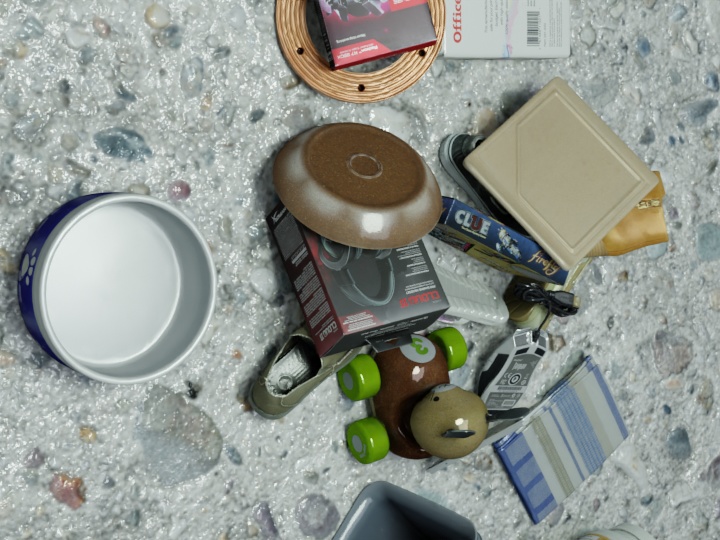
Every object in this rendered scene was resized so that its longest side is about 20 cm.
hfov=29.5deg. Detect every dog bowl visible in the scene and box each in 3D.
[{"bbox_3d":[-0.257,0.017,1.447,0.199,0.079,0.201,-4,97,-33],"label":"dog bowl"}]

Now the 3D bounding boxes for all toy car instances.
[{"bbox_3d":[0.098,0.159,1.618,0.164,0.200,0.159,-15,103,-31],"label":"toy car"}]

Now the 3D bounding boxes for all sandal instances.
[{"bbox_3d":[0.102,0.037,1.695,0.202,0.083,0.050,22,125,-32],"label":"sandal"}]

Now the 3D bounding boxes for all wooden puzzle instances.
[{"bbox_3d":[0.245,-0.119,1.675,0.185,0.037,0.200,46,64,4],"label":"wooden puzzle"}]

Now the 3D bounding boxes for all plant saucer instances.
[{"bbox_3d":[0.001,-0.107,1.545,0.200,0.201,0.037,-16,144,-31],"label":"plant saucer"}]

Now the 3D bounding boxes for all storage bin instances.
[{"bbox_3d":[0.078,0.365,1.637,0.134,0.200,0.146,44,71,-38],"label":"storage bin"}]

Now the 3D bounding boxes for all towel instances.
[{"bbox_3d":[0.274,0.227,1.845,0.200,0.024,0.147,-40,116,-22],"label":"towel"}]

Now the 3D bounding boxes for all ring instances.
[{"bbox_3d":[0.000,-0.294,1.582,0.199,0.019,0.201,-1,95,-9],"label":"ring"}]

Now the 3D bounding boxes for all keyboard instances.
[{"bbox_3d":[0.152,0.202,1.664,0.011,0.200,0.056,52,48,-1],"label":"keyboard"}]

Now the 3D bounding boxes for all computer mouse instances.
[{"bbox_3d":[0.198,0.099,1.739,0.109,0.044,0.200,6,122,-40],"label":"computer mouse"}]

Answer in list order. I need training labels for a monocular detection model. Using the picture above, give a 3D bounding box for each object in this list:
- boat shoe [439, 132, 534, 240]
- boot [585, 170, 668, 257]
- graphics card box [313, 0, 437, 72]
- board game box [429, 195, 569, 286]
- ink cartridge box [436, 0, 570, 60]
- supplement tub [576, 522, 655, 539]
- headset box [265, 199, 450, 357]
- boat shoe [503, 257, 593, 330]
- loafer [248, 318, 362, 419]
[{"bbox_3d":[0.183,-0.100,1.725,0.200,0.071,0.072,36,75,-30],"label":"boat shoe"},{"bbox_3d":[0.310,-0.114,1.746,0.143,0.071,0.202,-14,74,2],"label":"boot"},{"bbox_3d":[0.003,-0.338,1.544,0.125,0.051,0.201,-15,96,-6],"label":"graphics card box"},{"bbox_3d":[0.143,-0.042,1.666,0.200,0.135,0.035,26,85,-33],"label":"board game box"},{"bbox_3d":[0.157,-0.332,1.678,0.199,0.084,0.146,-5,97,-32],"label":"ink cartridge box"},{"bbox_3d":[0.305,0.433,1.812,0.199,0.144,0.145,-22,106,-29],"label":"supplement tub"},{"bbox_3d":[0.000,0.000,1.565,0.148,0.077,0.201,-12,71,-30],"label":"headset box"},{"bbox_3d":[0.263,-0.005,1.790,0.063,0.073,0.201,45,72,-40],"label":"boat shoe"},{"bbox_3d":[-0.047,0.091,1.582,0.075,0.070,0.200,40,72,2],"label":"loafer"}]
